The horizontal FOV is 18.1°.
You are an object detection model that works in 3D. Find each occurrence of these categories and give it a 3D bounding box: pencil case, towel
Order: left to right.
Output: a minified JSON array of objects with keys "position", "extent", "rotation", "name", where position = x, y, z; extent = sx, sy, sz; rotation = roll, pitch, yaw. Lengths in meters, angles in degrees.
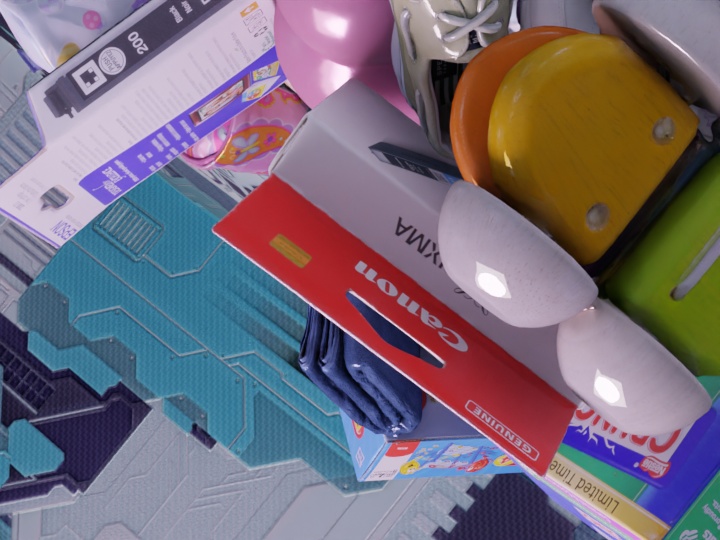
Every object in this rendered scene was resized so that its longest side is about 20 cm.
[{"position":[-0.127,-0.193,1.353],"extent":[0.091,0.200,0.083],"rotation":[47,175,7],"name":"pencil case"},{"position":[-0.043,-0.108,1.668],"extent":[0.199,0.088,0.087],"rotation":[3,-159,-41],"name":"pencil case"},{"position":[0.000,0.000,1.443],"extent":[0.112,0.048,0.201],"rotation":[50,-149,-51],"name":"towel"}]

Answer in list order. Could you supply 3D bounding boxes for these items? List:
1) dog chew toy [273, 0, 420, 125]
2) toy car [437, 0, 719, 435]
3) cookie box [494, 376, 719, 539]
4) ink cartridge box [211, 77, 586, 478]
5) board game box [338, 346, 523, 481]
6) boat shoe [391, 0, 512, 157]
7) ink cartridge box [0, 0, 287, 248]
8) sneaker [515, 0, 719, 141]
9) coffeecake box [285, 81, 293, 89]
[{"position":[0.007,-0.157,1.217],"extent":[0.124,0.125,0.200],"rotation":[37,165,21],"name":"dog chew toy"},{"position":[0.124,-0.035,1.073],"extent":[0.200,0.175,0.150],"rotation":[41,174,-23],"name":"toy car"},{"position":[0.191,0.061,1.249],"extent":[0.075,0.200,0.171],"rotation":[43,173,-34],"name":"cookie box"},{"position":[0.041,-0.003,1.125],"extent":[0.199,0.045,0.176],"rotation":[37,-157,2],"name":"ink cartridge box"},{"position":[0.073,0.039,1.541],"extent":[0.056,0.194,0.201],"rotation":[122,141,-51],"name":"board game box"},{"position":[0.049,-0.131,1.095],"extent":[0.200,0.071,0.062],"rotation":[83,168,-60],"name":"boat shoe"},{"position":[-0.131,-0.098,1.334],"extent":[0.044,0.199,0.198],"rotation":[53,179,9],"name":"ink cartridge box"},{"position":[0.148,-0.082,1.169],"extent":[0.099,0.075,0.201],"rotation":[-15,120,29],"name":"sneaker"},{"position":[0.008,-0.141,1.512],"extent":[0.153,0.073,0.200],"rotation":[40,174,5],"name":"coffeecake box"}]
